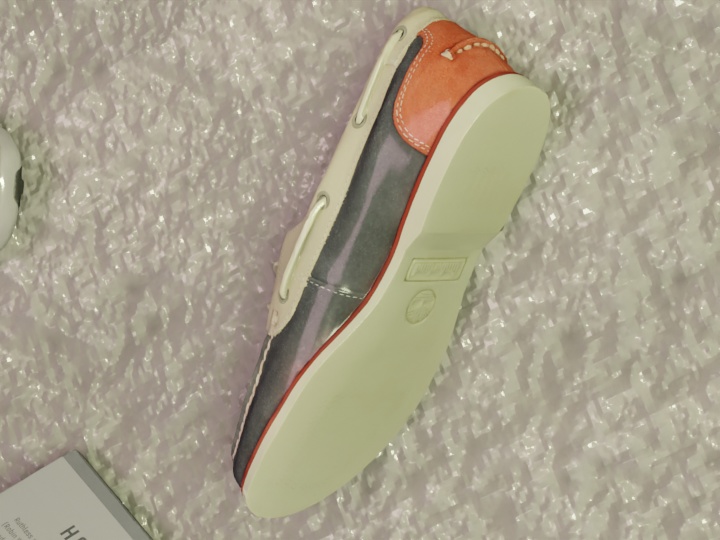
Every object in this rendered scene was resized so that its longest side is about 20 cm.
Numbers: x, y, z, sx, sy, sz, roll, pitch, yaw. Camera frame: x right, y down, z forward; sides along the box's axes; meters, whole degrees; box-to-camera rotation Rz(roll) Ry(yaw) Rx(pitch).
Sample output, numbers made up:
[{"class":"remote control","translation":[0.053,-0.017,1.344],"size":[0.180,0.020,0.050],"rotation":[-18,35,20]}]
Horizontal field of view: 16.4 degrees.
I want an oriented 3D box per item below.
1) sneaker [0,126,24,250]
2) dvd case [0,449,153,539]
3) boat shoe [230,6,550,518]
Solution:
[{"class":"sneaker","translation":[-0.232,-0.035,1.091],"size":[0.199,0.081,0.076],"rotation":[2,93,34]},{"class":"dvd case","translation":[-0.150,0.174,0.986],"size":[0.150,0.199,0.025],"rotation":[47,150,23]},{"class":"boat shoe","translation":[0.000,0.000,0.930],"size":[0.063,0.071,0.201],"rotation":[41,114,33]}]
